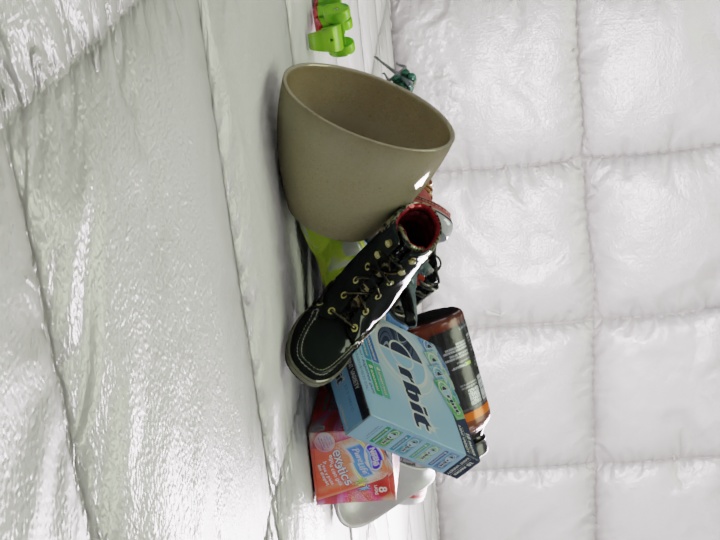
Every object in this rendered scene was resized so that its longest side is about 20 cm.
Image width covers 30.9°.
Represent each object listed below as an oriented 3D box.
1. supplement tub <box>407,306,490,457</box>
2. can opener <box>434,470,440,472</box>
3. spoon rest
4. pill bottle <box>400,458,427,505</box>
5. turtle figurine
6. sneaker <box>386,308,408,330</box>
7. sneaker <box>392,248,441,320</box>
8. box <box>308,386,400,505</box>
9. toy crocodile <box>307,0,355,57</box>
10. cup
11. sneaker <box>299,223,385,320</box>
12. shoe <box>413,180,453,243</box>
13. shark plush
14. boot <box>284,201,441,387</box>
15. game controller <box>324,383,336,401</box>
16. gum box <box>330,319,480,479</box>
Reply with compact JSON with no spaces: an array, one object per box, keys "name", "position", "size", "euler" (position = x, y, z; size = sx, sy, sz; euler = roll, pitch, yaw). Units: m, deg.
[{"name":"supplement tub","position":[0.115,0.159,1.775],"size":[0.107,0.105,0.203],"euler":[-53,128,-81]},{"name":"can opener","position":[0.051,0.212,1.746],"size":[0.066,0.198,0.054],"euler":[13,97,-54]},{"name":"spoon rest","position":[0.037,0.279,1.738],"size":[0.198,0.060,0.101],"euler":[-16,114,-47]},{"name":"pill bottle","position":[0.059,0.225,1.877],"size":[0.116,0.114,0.203],"euler":[-34,138,-83]},{"name":"turtle figurine","position":[0.004,-0.201,1.608],"size":[0.200,0.147,0.102],"euler":[-133,-149,-70]},{"name":"sneaker","position":[0.000,0.000,1.663],"size":[0.203,0.078,0.066],"euler":[66,12,8]},{"name":"sneaker","position":[0.060,0.019,1.703],"size":[0.077,0.081,0.203],"euler":[10,97,-56]},{"name":"box","position":[-0.001,0.198,1.600],"size":[0.200,0.101,0.096],"euler":[-79,163,-72]},{"name":"toy crocodile","position":[-0.043,-0.355,1.830],"size":[0.201,0.061,0.068],"euler":[-94,176,-55]},{"name":"cup","position":[-0.013,-0.119,1.432],"size":[0.201,0.197,0.145],"euler":[-83,-167,-63]},{"name":"sneaker","position":[-0.019,-0.013,1.596],"size":[0.105,0.075,0.203],"euler":[-95,168,-75]},{"name":"shoe","position":[0.057,-0.096,1.540],"size":[0.071,0.199,0.092],"euler":[37,79,-31]},{"name":"shark plush","position":[0.067,-0.016,1.593],"size":[0.091,0.083,0.201],"euler":[-50,-154,23]},{"name":"boot","position":[0.003,0.021,1.394],"size":[0.154,0.073,0.204],"euler":[-51,180,43]},{"name":"game controller","position":[-0.027,0.097,1.595],"size":[0.105,0.042,0.200],"euler":[51,13,-8]},{"name":"gum box","position":[0.042,0.137,1.512],"size":[0.199,0.044,0.172],"euler":[27,34,-42]}]
